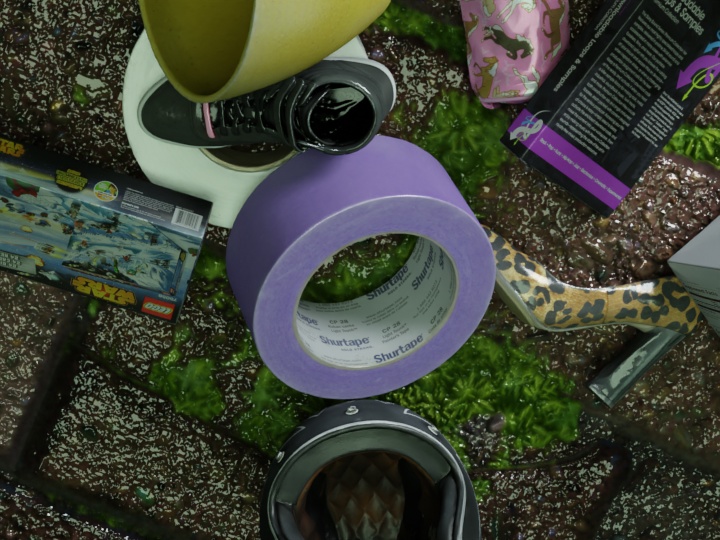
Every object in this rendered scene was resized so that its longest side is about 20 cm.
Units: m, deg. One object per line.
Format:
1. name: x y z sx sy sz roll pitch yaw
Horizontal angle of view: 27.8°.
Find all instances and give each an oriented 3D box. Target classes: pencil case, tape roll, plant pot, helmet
1. pencil case: 0.113 -0.228 1.138 0.082 0.086 0.201 -21 106 -30
2. tape roll: -0.087 -0.137 1.158 0.201 0.071 0.204 0 104 -2
3. plant pot: -0.057 -0.223 1.025 0.141 0.200 0.201 -8 106 -31
4. helmet: 0.007 0.207 1.186 0.199 0.192 0.200 -8 148 -5
5. tape roll: 0.000 0.000 1.144 0.199 0.085 0.201 -12 130 -14

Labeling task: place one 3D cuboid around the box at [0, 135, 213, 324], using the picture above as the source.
1. box: -0.226 -0.033 1.155 0.199 0.040 0.137 18 145 -7

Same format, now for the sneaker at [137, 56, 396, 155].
1. sneaker: -0.071 -0.122 1.076 0.199 0.099 0.071 -5 106 0

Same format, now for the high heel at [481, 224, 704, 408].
1. high heel: 0.193 -0.002 1.212 0.143 0.071 0.200 -45 101 -1

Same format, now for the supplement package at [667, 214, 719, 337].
1. supplement package: 0.394 0.016 1.156 0.191 0.147 0.200 -39 103 -8

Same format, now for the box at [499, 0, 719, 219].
1. box: 0.214 -0.149 1.146 0.200 0.036 0.143 -51 139 10
